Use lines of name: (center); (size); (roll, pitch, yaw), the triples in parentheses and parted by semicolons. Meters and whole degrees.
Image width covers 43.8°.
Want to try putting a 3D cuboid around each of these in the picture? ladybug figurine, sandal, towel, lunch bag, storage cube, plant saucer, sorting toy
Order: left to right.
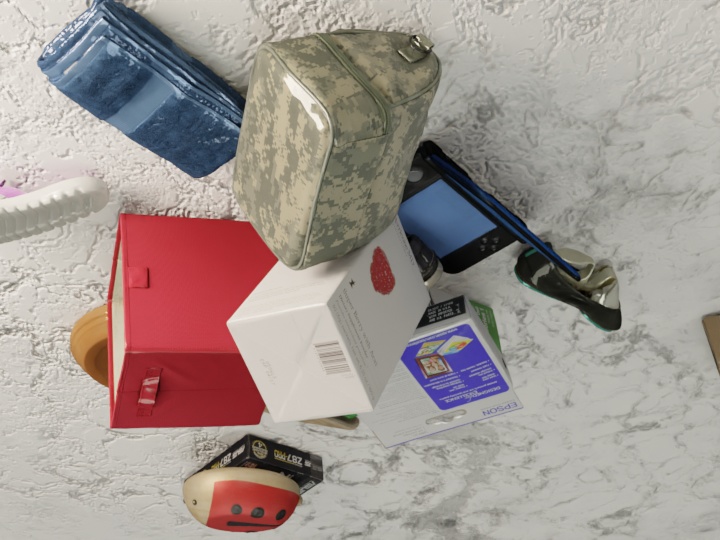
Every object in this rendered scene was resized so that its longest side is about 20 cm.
sandal: (-0.367, -0.070, 0.949); (0.198, 0.051, 0.083); (-13, 159, -11)
plant saucer: (-0.289, 0.113, 1.198); (0.195, 0.038, 0.202); (-3, 143, -2)
towel: (-0.194, -0.162, 0.841); (0.111, 0.049, 0.199); (-29, 136, 30)
storage cube: (-0.189, 0.058, 1.012); (0.176, 0.203, 0.172); (3, 143, -20)
ladybug figurine: (-0.188, 0.373, 1.439); (0.195, 0.073, 0.137); (5, 140, -12)
sorting toy: (-0.124, 0.182, 1.259); (0.197, 0.037, 0.183); (21, 165, -33)
lunch bag: (-0.015, -0.117, 0.835); (0.165, 0.140, 0.202); (-19, 145, -32)

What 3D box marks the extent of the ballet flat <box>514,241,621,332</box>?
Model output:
ballet flat: (0.278, 0.020, 1.114); (0.197, 0.069, 0.068); (24, 126, -33)

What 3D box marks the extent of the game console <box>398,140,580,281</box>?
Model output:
game console: (0.114, -0.037, 0.978); (0.169, 0.120, 0.199); (-30, 135, 30)

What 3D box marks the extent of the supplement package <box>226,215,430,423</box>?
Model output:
supplement package: (-0.024, 0.040, 0.913); (0.118, 0.201, 0.123); (-12, 114, 28)

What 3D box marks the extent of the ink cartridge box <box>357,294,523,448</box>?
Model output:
ink cartridge box: (0.073, 0.127, 1.070); (0.194, 0.044, 0.201); (-19, 135, 17)

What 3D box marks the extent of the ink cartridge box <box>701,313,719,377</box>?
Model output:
ink cartridge box: (0.596, 0.105, 1.248); (0.197, 0.076, 0.165); (-20, 141, 21)

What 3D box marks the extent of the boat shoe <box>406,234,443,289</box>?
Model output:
boat shoe: (0.000, 0.000, 1.052); (0.197, 0.073, 0.063); (-13, 128, 32)

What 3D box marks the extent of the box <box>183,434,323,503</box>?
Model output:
box: (-0.183, 0.355, 1.514); (0.159, 0.050, 0.199); (25, 132, -35)

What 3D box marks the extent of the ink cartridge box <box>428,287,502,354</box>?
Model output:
ink cartridge box: (0.061, 0.091, 1.165); (0.197, 0.086, 0.146); (20, 135, -27)

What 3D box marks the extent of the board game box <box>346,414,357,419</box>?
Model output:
board game box: (0.035, 0.125, 1.117); (0.197, 0.024, 0.105); (-26, 138, 24)
